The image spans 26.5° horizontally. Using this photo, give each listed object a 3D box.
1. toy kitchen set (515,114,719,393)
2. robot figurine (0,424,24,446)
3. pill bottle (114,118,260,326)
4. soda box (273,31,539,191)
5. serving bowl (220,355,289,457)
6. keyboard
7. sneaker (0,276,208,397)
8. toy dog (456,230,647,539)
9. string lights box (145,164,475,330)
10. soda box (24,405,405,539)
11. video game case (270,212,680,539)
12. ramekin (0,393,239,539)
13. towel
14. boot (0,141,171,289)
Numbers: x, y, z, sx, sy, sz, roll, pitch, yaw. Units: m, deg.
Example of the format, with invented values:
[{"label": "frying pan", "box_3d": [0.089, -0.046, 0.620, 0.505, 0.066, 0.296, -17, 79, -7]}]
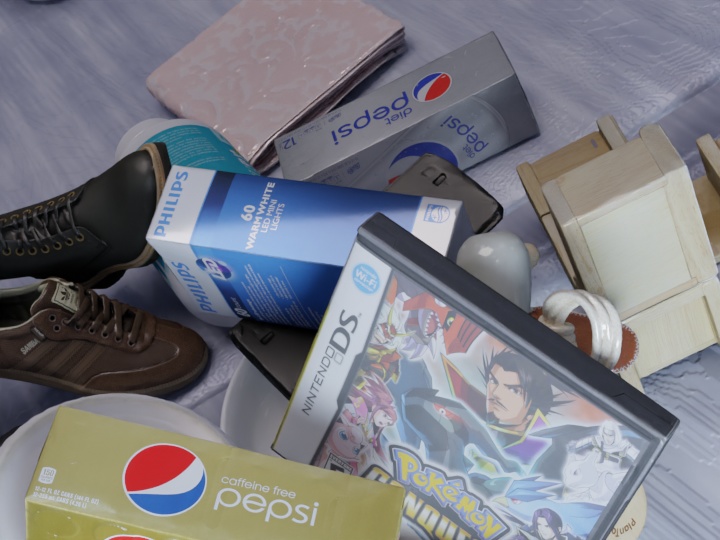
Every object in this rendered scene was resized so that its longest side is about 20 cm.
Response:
[{"label": "toy kitchen set", "box_3d": [0.191, -0.070, 0.982, 0.162, 0.181, 0.201, -26, 45, 5]}, {"label": "robot figurine", "box_3d": [-0.286, 0.199, 1.058, 0.199, 0.150, 0.125, -37, 83, -7]}, {"label": "pill bottle", "box_3d": [-0.129, -0.049, 1.211, 0.110, 0.111, 0.200, -37, 42, -7]}, {"label": "soda box", "box_3d": [0.035, -0.105, 1.201, 0.198, 0.064, 0.069, -26, 40, 6]}, {"label": "serving bowl", "box_3d": [0.007, 0.093, 1.023, 0.198, 0.066, 0.202, -17, 43, 16]}, {"label": "keyboard", "box_3d": [0.000, 0.000, 1.055, 0.200, 0.040, 0.104, -41, 65, -12]}, {"label": "sneaker", "box_3d": [-0.214, 0.046, 1.149, 0.197, 0.076, 0.071, 3, 44, 0]}, {"label": "toy dog", "box_3d": [0.122, 0.073, 0.902, 0.096, 0.203, 0.131, -22, 30, -39]}, {"label": "string lights box", "box_3d": [-0.025, -0.006, 0.975, 0.197, 0.103, 0.060, 9, 64, 20]}, {"label": "soda box", "box_3d": [-0.078, 0.139, 0.832, 0.197, 0.068, 0.065, 13, 48, 0]}, {"label": "video game case", "box_3d": [0.055, 0.092, 0.858, 0.199, 0.182, 0.025, 35, 39, 15]}, {"label": "ramekin", "box_3d": [-0.144, 0.164, 0.907, 0.199, 0.095, 0.204, 6, 49, -7]}, {"label": "towel", "box_3d": [-0.078, -0.184, 1.373, 0.191, 0.032, 0.200, -40, 42, -11]}, {"label": "boot", "box_3d": [-0.228, -0.031, 1.139, 0.200, 0.137, 0.078, -43, 56, 51]}]
